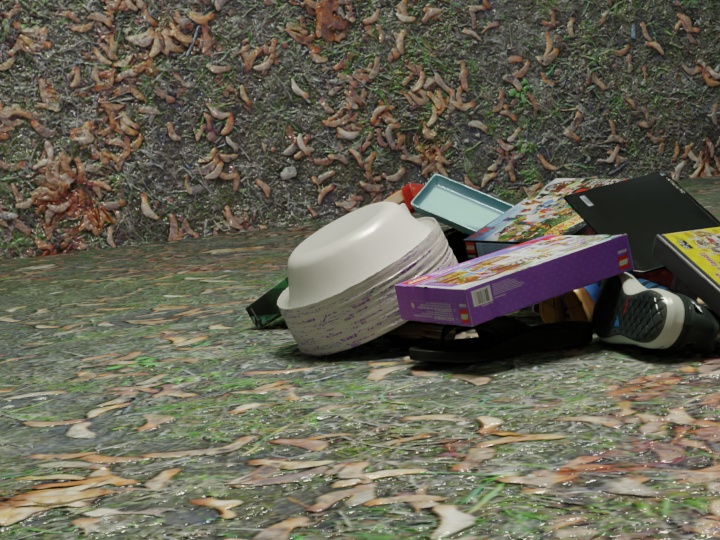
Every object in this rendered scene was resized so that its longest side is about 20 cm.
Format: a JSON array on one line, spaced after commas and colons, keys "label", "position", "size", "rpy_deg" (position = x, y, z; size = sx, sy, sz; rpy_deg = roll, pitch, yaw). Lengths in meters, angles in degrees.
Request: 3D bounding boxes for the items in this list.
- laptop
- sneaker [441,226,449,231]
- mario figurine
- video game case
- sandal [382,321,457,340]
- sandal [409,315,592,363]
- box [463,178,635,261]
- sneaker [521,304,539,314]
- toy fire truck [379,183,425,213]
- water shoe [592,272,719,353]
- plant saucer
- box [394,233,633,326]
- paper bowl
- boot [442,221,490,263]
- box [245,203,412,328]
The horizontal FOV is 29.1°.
[{"label": "laptop", "position": [0.343, -0.019, 1.481], "size": [0.103, 0.200, 0.178], "rpy_deg": [-44, 34, 9]}, {"label": "sneaker", "position": [0.092, -0.033, 2.147], "size": [0.074, 0.086, 0.199], "rpy_deg": [-8, 6, -32]}, {"label": "mario figurine", "position": [0.299, 0.029, 1.542], "size": [0.198, 0.107, 0.124], "rpy_deg": [-20, 49, -29]}, {"label": "video game case", "position": [0.402, 0.014, 1.300], "size": [0.178, 0.026, 0.200], "rpy_deg": [-7, 33, -22]}, {"label": "sandal", "position": [0.082, 0.045, 1.541], "size": [0.081, 0.056, 0.199], "rpy_deg": [-2, 6, 27]}, {"label": "sandal", "position": [0.137, 0.059, 1.387], "size": [0.197, 0.049, 0.075], "rpy_deg": [-8, 6, -20]}, {"label": "box", "position": [0.232, -0.055, 1.611], "size": [0.135, 0.038, 0.199], "rpy_deg": [2, 25, 43]}, {"label": "sneaker", "position": [0.255, 0.021, 1.645], "size": [0.197, 0.082, 0.083], "rpy_deg": [4, -10, 0]}, {"label": "toy fire truck", "position": [0.046, -0.047, 2.015], "size": [0.048, 0.143, 0.199], "rpy_deg": [-26, -9, 40]}, {"label": "water shoe", "position": [0.286, 0.049, 1.351], "size": [0.078, 0.073, 0.200], "rpy_deg": [16, 6, -10]}, {"label": "plant saucer", "position": [0.162, -0.061, 1.723], "size": [0.198, 0.019, 0.070], "rpy_deg": [25, 49, 20]}, {"label": "box", "position": [0.151, 0.007, 1.370], "size": [0.198, 0.040, 0.136], "rpy_deg": [-17, 9, -26]}, {"label": "paper bowl", "position": [0.000, 0.000, 1.506], "size": [0.199, 0.105, 0.201], "rpy_deg": [-27, 13, 7]}, {"label": "boot", "position": [0.105, -0.006, 1.740], "size": [0.155, 0.081, 0.211], "rpy_deg": [-9, 16, 16]}, {"label": "box", "position": [-0.037, -0.006, 1.739], "size": [0.199, 0.037, 0.144], "rpy_deg": [-37, -4, 35]}]
